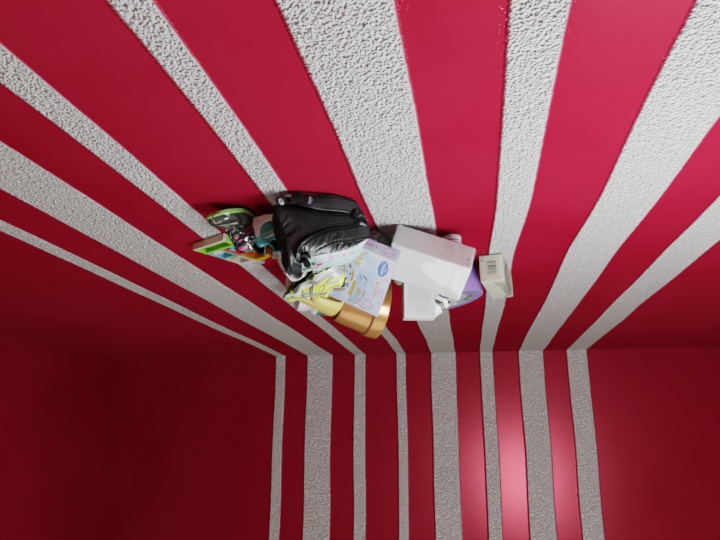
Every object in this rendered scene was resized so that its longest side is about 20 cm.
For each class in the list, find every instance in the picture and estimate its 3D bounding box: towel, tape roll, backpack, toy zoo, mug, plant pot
[{"bbox_3d":[0.026,-0.060,1.563,0.146,0.032,0.199,-5,165,27],"label":"towel"},{"bbox_3d":[0.255,0.052,1.752,0.195,0.087,0.201,-12,162,-4],"label":"tape roll"},{"bbox_3d":[-0.081,-0.079,1.277,0.196,0.171,0.127,-10,164,-22],"label":"backpack"},{"bbox_3d":[-0.331,-0.052,1.596,0.129,0.021,0.198,-12,160,37],"label":"toy zoo"},{"bbox_3d":[-0.121,0.034,1.681,0.151,0.153,0.185,19,164,-27],"label":"mug"},{"bbox_3d":[-0.007,0.091,1.773,0.137,0.205,0.200,11,162,-17],"label":"plant pot"}]

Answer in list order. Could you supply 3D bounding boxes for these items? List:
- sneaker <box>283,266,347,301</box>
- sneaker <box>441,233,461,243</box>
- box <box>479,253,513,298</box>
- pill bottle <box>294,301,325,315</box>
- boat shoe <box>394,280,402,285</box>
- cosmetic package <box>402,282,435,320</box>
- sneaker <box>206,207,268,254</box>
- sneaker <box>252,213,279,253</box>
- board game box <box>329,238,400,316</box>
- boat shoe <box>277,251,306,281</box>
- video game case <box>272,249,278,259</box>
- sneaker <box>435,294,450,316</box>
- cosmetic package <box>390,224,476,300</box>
[{"bbox_3d":[-0.114,0.042,1.437,0.077,0.076,0.198,46,135,-18],"label":"sneaker"},{"bbox_3d":[0.217,-0.010,1.563,0.071,0.117,0.201,0,165,-3],"label":"sneaker"},{"bbox_3d":[0.394,0.019,1.719,0.067,0.084,0.200,-7,164,20],"label":"box"},{"bbox_3d":[-0.107,0.087,1.899,0.195,0.116,0.113,5,164,-18],"label":"pill bottle"},{"bbox_3d":[0.129,0.008,1.754,0.073,0.062,0.199,-48,161,10],"label":"boat shoe"},{"bbox_3d":[0.146,0.023,1.516,0.080,0.205,0.051,1,164,0],"label":"cosmetic package"},{"bbox_3d":[-0.268,-0.087,1.358,0.075,0.086,0.199,-10,161,30],"label":"sneaker"},{"bbox_3d":[-0.186,-0.077,1.387,0.076,0.082,0.199,-7,172,28],"label":"sneaker"},{"bbox_3d":[-0.020,-0.002,1.436,0.196,0.041,0.202,23,136,5],"label":"board game box"},{"bbox_3d":[-0.157,-0.008,1.398,0.072,0.067,0.200,-19,175,1],"label":"boat shoe"},{"bbox_3d":[-0.132,-0.041,1.559,0.195,0.024,0.182,5,174,-10],"label":"video game case"},{"bbox_3d":[0.179,0.032,1.603,0.087,0.203,0.076,-30,151,13],"label":"sneaker"},{"bbox_3d":[0.163,-0.019,1.423,0.196,0.082,0.114,20,134,5],"label":"cosmetic package"}]
